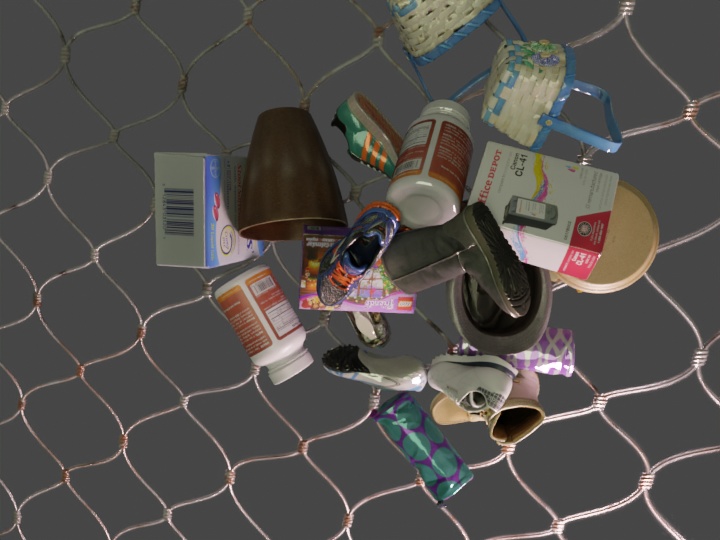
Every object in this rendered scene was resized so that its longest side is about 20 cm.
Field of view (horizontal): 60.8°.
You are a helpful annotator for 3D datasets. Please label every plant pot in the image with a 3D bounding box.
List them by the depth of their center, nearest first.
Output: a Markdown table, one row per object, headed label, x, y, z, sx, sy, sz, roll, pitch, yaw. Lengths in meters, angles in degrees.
| label | x | y | z | sx | sy | sz | roll | pitch | yaw |
| --- | --- | --- | --- | --- | --- | --- | --- | --- | --- |
| plant pot | -0.122 | -0.165 | 1.048 | 0.185 | 0.187 | 0.202 | -8 | 83 | 14 |

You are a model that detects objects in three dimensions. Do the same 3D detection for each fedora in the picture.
| label | x | y | z | sx | sy | sz | roll | pitch | yaw |
| --- | --- | --- | --- | --- | --- | --- | --- | --- | --- |
| fedora | 0.212 | 0.032 | 0.990 | 0.175 | 0.090 | 0.202 | -5 | 89 | -9 |

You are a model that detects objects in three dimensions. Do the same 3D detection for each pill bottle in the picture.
| label | x | y | z | sx | sy | sz | roll | pitch | yaw |
| --- | --- | --- | --- | --- | --- | --- | --- | --- | --- |
| pill bottle | 0.115 | -0.169 | 0.960 | 0.111 | 0.201 | 0.113 | 13 | 146 | 9 |
| pill bottle | -0.170 | 0.099 | 1.117 | 0.112 | 0.112 | 0.201 | -29 | 91 | 16 |

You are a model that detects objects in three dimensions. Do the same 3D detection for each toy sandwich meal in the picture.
| label | x | y | z | sx | sy | sz | roll | pitch | yaw |
| --- | --- | --- | --- | --- | --- | --- | --- | --- | --- |
| toy sandwich meal | 0.373 | -0.053 | 0.993 | 0.203 | 0.070 | 0.207 | 0 | 88 | 8 |

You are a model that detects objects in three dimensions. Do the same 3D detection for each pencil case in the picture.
| label | x | y | z | sx | sy | sz | roll | pitch | yaw |
| --- | --- | --- | --- | --- | --- | --- | --- | --- | --- |
| pencil case | 0.261 | 0.134 | 1.038 | 0.198 | 0.084 | 0.086 | 4 | 138 | 15 |
| pencil case | 0.108 | 0.314 | 1.096 | 0.200 | 0.085 | 0.092 | 53 | 129 | 2 |

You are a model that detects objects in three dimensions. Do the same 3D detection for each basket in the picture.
| label | x | y | z | sx | sy | sz | roll | pitch | yaw |
| --- | --- | --- | --- | --- | --- | --- | --- | --- | --- |
| basket | 0.287 | -0.254 | 0.913 | 0.199 | 0.177 | 0.140 | 20 | 130 | -7 |
| basket | 0.147 | -0.381 | 0.963 | 0.176 | 0.139 | 0.200 | -32 | 117 | 12 |

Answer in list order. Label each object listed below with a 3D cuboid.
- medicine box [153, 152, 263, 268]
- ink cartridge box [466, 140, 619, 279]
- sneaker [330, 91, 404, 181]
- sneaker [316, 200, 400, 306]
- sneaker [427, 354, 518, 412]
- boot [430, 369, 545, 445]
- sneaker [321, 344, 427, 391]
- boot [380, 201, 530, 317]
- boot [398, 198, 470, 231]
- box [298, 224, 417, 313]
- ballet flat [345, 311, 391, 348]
| label | x | y | z | sx | sy | sz | roll | pitch | yaw |
| --- | --- | --- | --- | --- | --- | --- | --- | --- | --- |
| medicine box | -0.255 | -0.108 | 1.060 | 0.102 | 0.200 | 0.184 | 4 | 99 | 18 |
| ink cartridge box | 0.262 | -0.091 | 0.911 | 0.199 | 0.086 | 0.148 | 17 | 66 | 10 |
| sneaker | 0.030 | -0.205 | 1.054 | 0.080 | 0.071 | 0.200 | -35 | 95 | 35 |
| sneaker | -0.015 | -0.016 | 0.925 | 0.075 | 0.079 | 0.200 | 30 | 123 | -5 |
| sneaker | 0.166 | 0.187 | 1.001 | 0.076 | 0.200 | 0.081 | 30 | 67 | -18 |
| boot | 0.206 | 0.236 | 1.023 | 0.199 | 0.155 | 0.073 | -19 | 101 | 15 |
| sneaker | 0.023 | 0.183 | 1.110 | 0.199 | 0.072 | 0.073 | 7 | 131 | 20 |
| boot | 0.130 | 0.005 | 0.896 | 0.199 | 0.072 | 0.183 | -27 | 87 | 43 |
| boot | 0.109 | -0.048 | 1.052 | 0.199 | 0.075 | 0.108 | -12 | 100 | 14 |
| box | 0.000 | 0.000 | 1.014 | 0.198 | 0.039 | 0.138 | 2 | 117 | -8 |
| ballet flat | -0.006 | 0.050 | 1.093 | 0.072 | 0.072 | 0.201 | -27 | 91 | 15 |
